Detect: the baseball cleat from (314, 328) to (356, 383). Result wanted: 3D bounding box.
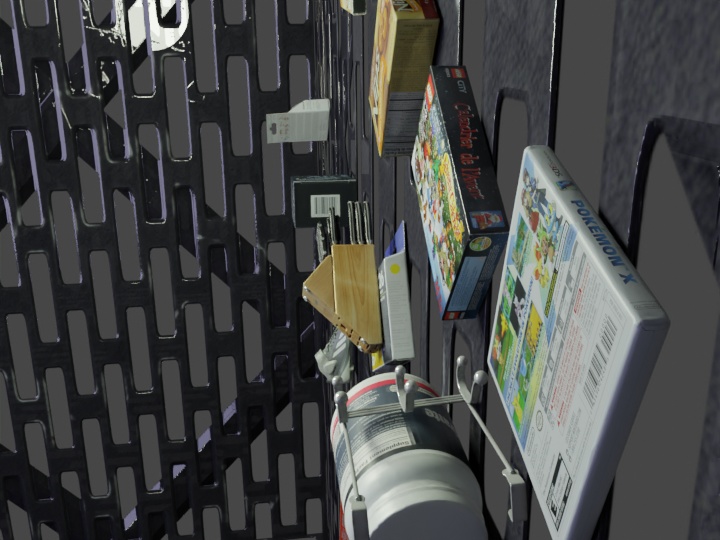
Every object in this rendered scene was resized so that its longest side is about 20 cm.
[{"bbox_3d":[-0.061,0.182,1.782,0.070,0.104,0.205,-109,19,-83],"label":"baseball cleat"}]

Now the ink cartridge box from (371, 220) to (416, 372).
[{"bbox_3d":[0.042,0.048,1.121,0.198,0.046,0.204,114,150,-76],"label":"ink cartridge box"}]

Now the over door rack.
[{"bbox_3d":[0.053,0.143,0.650,0.201,0.144,0.068,-106,9,-64],"label":"over door rack"}]

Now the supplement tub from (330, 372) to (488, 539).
[{"bbox_3d":[0.045,0.215,0.747,0.201,0.137,0.143,-109,17,-63],"label":"supplement tub"}]

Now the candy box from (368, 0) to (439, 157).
[{"bbox_3d":[0.049,-0.254,0.888,0.202,0.054,0.117,95,170,-52],"label":"candy box"}]

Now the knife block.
[{"bbox_3d":[0.000,0.000,1.113,0.199,0.176,0.064,41,163,8],"label":"knife block"}]

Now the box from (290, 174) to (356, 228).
[{"bbox_3d":[-0.090,-0.167,1.712,0.200,0.145,0.110,-128,36,-77],"label":"box"}]

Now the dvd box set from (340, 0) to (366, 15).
[{"bbox_3d":[-0.016,-0.583,1.402,0.201,0.029,0.149,-110,18,-66],"label":"dvd box set"}]

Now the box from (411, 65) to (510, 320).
[{"bbox_3d":[0.089,-0.075,0.693,0.138,0.037,0.203,97,168,-56],"label":"box"}]

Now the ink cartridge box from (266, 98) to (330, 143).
[{"bbox_3d":[-0.196,-0.468,2.265,0.163,0.195,0.058,103,165,-65],"label":"ink cartridge box"}]

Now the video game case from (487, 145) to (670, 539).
[{"bbox_3d":[0.129,0.051,0.478,0.184,0.022,0.203,-102,10,-52],"label":"video game case"}]

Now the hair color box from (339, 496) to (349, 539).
[{"bbox_3d":[0.019,0.400,1.151,0.111,0.063,0.203,-40,-35,-42],"label":"hair color box"}]
